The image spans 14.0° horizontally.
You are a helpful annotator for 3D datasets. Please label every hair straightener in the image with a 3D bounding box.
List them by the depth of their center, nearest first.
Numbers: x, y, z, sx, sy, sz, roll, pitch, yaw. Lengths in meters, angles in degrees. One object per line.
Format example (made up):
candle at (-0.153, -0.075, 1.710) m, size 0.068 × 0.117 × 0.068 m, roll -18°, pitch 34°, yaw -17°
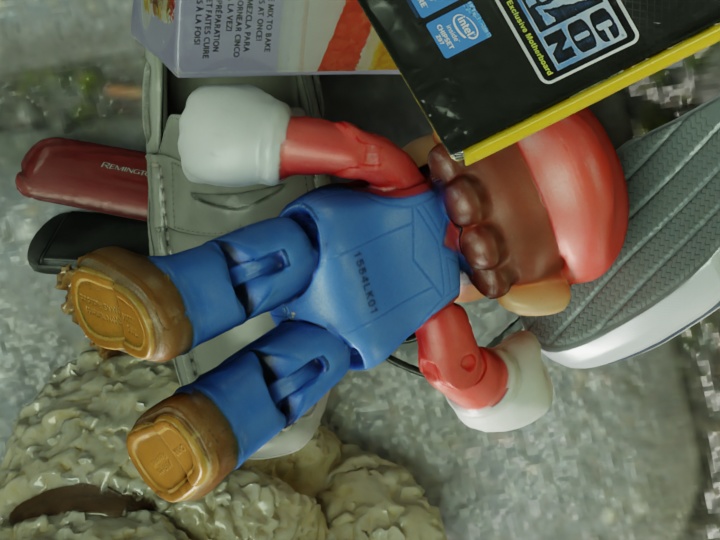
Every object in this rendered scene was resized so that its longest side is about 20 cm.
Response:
hair straightener at (-0.026, 0.000, 1.070) m, size 0.198 × 0.041 × 0.077 m, roll 6°, pitch 129°, yaw 8°

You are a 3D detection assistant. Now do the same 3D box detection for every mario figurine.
mario figurine at (0.000, 0.000, 0.955) m, size 0.106 × 0.199 × 0.124 m, roll 41°, pitch 143°, yaw 36°

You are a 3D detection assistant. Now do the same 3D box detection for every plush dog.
plush dog at (-0.083, 0.104, 1.025) m, size 0.199 × 0.172 × 0.161 m, roll -7°, pitch 125°, yaw 17°

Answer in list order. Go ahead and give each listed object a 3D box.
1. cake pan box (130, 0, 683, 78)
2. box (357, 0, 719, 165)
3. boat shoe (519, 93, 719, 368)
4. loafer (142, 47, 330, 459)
cake pan box at (0.026, -0.163, 0.935) m, size 0.183 × 0.052 × 0.201 m, roll -2°, pitch 111°, yaw -22°
box at (0.048, -0.152, 0.840) m, size 0.159 × 0.049 × 0.201 m, roll -25°, pitch 106°, yaw 24°
boat shoe at (0.143, -0.027, 0.987) m, size 0.067 × 0.074 × 0.200 m, roll 27°, pitch 124°, yaw -38°
loafer at (-0.044, -0.037, 0.996) m, size 0.069 × 0.070 × 0.201 m, roll -8°, pitch 79°, yaw 5°
